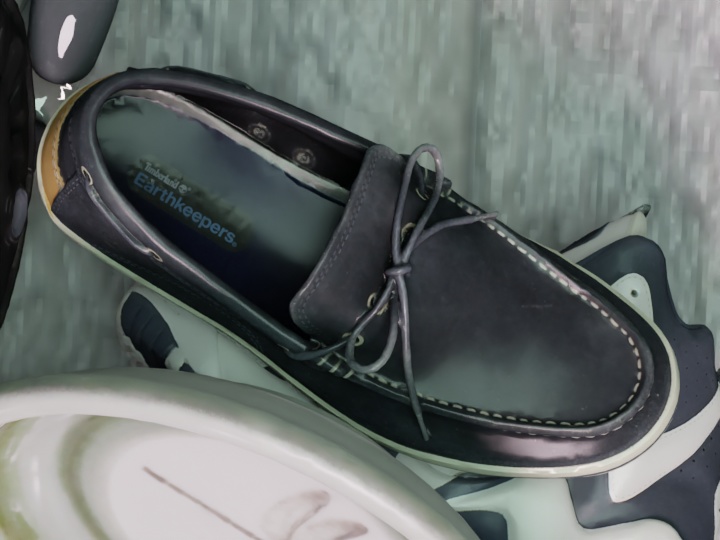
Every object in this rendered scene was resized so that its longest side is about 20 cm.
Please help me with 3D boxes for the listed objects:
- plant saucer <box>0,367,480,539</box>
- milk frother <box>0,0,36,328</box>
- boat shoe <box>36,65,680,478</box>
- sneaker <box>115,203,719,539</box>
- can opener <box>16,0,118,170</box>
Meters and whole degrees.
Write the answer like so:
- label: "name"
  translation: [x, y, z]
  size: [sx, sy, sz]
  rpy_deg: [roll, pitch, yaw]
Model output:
- label: "plant saucer"
  translation: [-0.033, 0.084, 0.859]
  size: [0.199, 0.200, 0.050]
  rpy_deg: [32, 53, -10]
- label: "milk frother"
  translation: [-0.195, -0.072, 0.774]
  size: [0.187, 0.180, 0.201]
  rpy_deg: [7, 96, 10]
- label: "boat shoe"
  translation: [0.000, 0.000, 0.837]
  size: [0.199, 0.062, 0.075]
  rpy_deg: [28, 74, -1]
- label: "sneaker"
  translation: [0.034, 0.022, 0.908]
  size: [0.198, 0.080, 0.130]
  rpy_deg: [28, 76, 2]
- label: "can opener"
  translation: [-0.119, -0.038, 0.877]
  size: [0.053, 0.067, 0.201]
  rpy_deg: [24, 89, -10]
